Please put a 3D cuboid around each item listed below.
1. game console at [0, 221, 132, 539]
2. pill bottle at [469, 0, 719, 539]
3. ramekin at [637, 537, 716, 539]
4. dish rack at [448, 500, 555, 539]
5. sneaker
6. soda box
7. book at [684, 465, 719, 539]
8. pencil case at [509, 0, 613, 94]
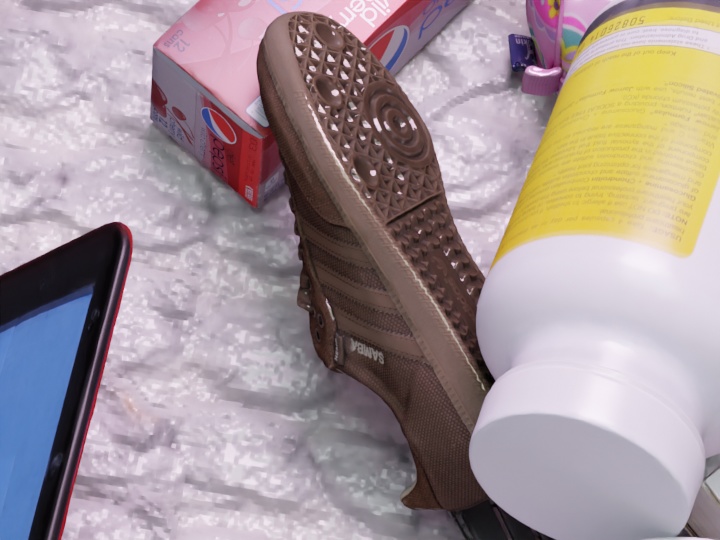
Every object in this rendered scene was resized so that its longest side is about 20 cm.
[{"bbox_3d":[-0.187,0.072,1.105,0.172,0.119,0.200,13,65,0],"label":"game console"},{"bbox_3d":[0.107,-0.002,1.096,0.112,0.112,0.200,21,55,4],"label":"pill bottle"},{"bbox_3d":[0.107,0.202,1.048,0.200,0.098,0.201,3,69,-8],"label":"ramekin"},{"bbox_3d":[0.122,0.045,1.183,0.200,0.055,0.154,-21,69,-14],"label":"dish rack"},{"bbox_3d":[0.000,0.000,1.146,0.070,0.075,0.200,-12,71,-55],"label":"sneaker"},{"bbox_3d":[0.002,-0.122,1.236,0.063,0.070,0.200,40,69,13],"label":"soda box"},{"bbox_3d":[0.231,0.123,1.117,0.134,0.048,0.200,-36,83,-18],"label":"book"},{"bbox_3d":[0.165,-0.105,1.229,0.199,0.087,0.088,2,66,-4],"label":"pencil case"}]
